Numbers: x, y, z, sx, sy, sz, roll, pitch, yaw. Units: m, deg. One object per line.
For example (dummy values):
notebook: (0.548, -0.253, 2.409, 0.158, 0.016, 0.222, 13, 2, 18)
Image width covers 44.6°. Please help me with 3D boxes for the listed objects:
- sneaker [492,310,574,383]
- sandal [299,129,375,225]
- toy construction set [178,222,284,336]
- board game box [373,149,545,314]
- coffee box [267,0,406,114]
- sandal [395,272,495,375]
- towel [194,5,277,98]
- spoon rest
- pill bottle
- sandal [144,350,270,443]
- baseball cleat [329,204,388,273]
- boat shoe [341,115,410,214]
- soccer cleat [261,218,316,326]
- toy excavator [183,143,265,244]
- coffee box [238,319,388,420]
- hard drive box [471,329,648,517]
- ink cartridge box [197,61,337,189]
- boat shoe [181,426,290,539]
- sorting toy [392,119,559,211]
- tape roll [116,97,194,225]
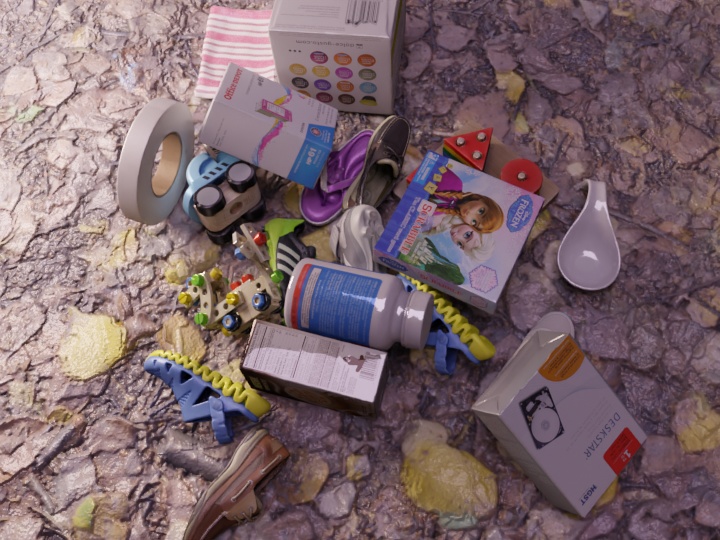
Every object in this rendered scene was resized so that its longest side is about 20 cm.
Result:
sneaker: (0.256, 0.139, 1.287, 0.076, 0.081, 0.200, 30, 68, 16)
sandal: (-0.035, -0.165, 1.453, 0.082, 0.050, 0.203, 30, 70, 15)
toy construction set: (-0.185, 0.021, 1.313, 0.092, 0.200, 0.132, 0, 58, -46)
board game box: (0.150, -0.062, 1.323, 0.198, 0.041, 0.201, 24, 65, 11)
coffee box: (-0.031, -0.407, 1.484, 0.198, 0.198, 0.201, 6, 63, 6)
sandal: (0.108, 0.080, 1.324, 0.087, 0.079, 0.200, -47, 60, 11)
towel: (-0.215, -0.390, 1.575, 0.145, 0.030, 0.201, 3, 65, 4)
spoon rest: (0.364, -0.062, 1.388, 0.099, 0.061, 0.201, 8, 65, 6)
pill bottle: (0.000, 0.054, 1.262, 0.199, 0.112, 0.113, 12, 66, 15)
sandal: (-0.235, 0.183, 1.277, 0.199, 0.080, 0.087, 25, 77, 16)
baseball cleat: (0.000, 0.000, 1.372, 0.069, 0.106, 0.202, 3, 86, -37)
boat shoe: (0.039, -0.167, 1.431, 0.072, 0.066, 0.202, 36, 71, -25)
soccer cleat: (-0.103, 0.003, 1.371, 0.080, 0.068, 0.201, -8, 63, -8)
toy excavator: (-0.231, -0.174, 1.447, 0.194, 0.100, 0.200, -39, 61, -16)
coffee box: (-0.064, 0.146, 1.275, 0.199, 0.115, 0.080, 13, 68, 9)
hard drive box: (0.275, 0.207, 1.205, 0.156, 0.077, 0.200, -46, 106, -17)
ink cartridge box: (-0.145, -0.234, 1.406, 0.199, 0.085, 0.145, 21, 35, -12)
boat shoe: (-0.171, 0.315, 1.222, 0.074, 0.076, 0.200, 30, 70, 11)
sorting toy: (0.189, -0.140, 1.424, 0.199, 0.070, 0.200, -42, 70, -16)
tape roll: (-0.319, -0.171, 1.382, 0.037, 0.203, 0.204, 16, 66, 8)
